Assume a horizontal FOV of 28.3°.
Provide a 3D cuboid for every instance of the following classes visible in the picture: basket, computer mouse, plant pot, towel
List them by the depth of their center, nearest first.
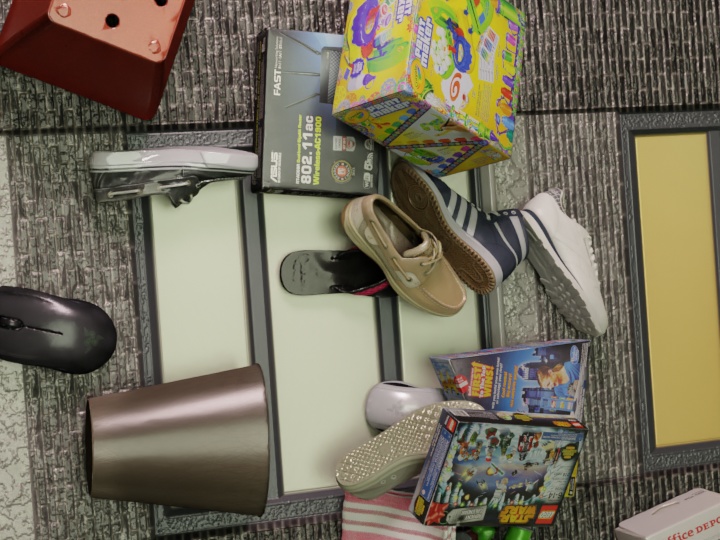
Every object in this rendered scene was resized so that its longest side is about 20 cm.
[{"bbox_3d":[-0.281,-0.305,1.607,0.199,0.176,0.201,20,83,-17],"label":"plant pot"},{"bbox_3d":[-0.375,0.073,1.634,0.199,0.053,0.139,8,86,-19],"label":"computer mouse"},{"bbox_3d":[-0.214,0.199,1.649,0.199,0.136,0.181,0,94,-15],"label":"basket"},{"bbox_3d":[0.039,0.370,1.739,0.146,0.030,0.201,5,90,22],"label":"towel"},{"bbox_3d":[0.103,0.188,1.801,0.199,0.044,0.110,10,87,-19],"label":"computer mouse"}]

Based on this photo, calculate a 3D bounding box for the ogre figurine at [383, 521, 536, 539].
[{"bbox_3d":[0.131,0.350,1.782,0.199,0.098,0.121,-7,82,-26],"label":"ogre figurine"}]

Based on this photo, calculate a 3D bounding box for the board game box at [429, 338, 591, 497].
[{"bbox_3d":[0.179,0.172,1.782,0.199,0.062,0.201,9,85,-22],"label":"board game box"}]

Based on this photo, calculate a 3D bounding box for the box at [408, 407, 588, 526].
[{"bbox_3d":[0.165,0.235,1.690,0.199,0.040,0.138,6,110,-32],"label":"box"}]

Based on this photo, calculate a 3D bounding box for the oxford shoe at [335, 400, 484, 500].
[{"bbox_3d":[0.065,0.217,1.720,0.199,0.075,0.058,-27,137,7],"label":"oxford shoe"}]

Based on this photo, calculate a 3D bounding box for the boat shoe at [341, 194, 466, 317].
[{"bbox_3d":[0.065,-0.018,1.737,0.200,0.065,0.072,44,58,-19],"label":"boat shoe"}]

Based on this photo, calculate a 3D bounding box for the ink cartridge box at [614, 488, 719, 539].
[{"bbox_3d":[0.443,0.411,1.893,0.146,0.083,0.201,-21,96,-17],"label":"ink cartridge box"}]

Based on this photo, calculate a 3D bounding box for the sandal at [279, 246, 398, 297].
[{"bbox_3d":[0.000,0.000,1.767,0.199,0.045,0.076,-6,91,-19],"label":"sandal"}]

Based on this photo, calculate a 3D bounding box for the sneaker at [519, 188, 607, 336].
[{"bbox_3d":[0.276,-0.009,1.851,0.080,0.076,0.201,-35,102,-26],"label":"sneaker"}]

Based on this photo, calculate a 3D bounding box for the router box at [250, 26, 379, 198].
[{"bbox_3d":[-0.053,-0.190,1.743,0.149,0.062,0.201,2,89,-18],"label":"router box"}]

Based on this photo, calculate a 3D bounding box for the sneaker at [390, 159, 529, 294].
[{"bbox_3d":[0.130,-0.071,1.803,0.108,0.070,0.200,-33,80,-38],"label":"sneaker"}]

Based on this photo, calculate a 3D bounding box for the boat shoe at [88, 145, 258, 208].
[{"bbox_3d":[-0.220,-0.110,1.689,0.199,0.072,0.071,-2,99,-9],"label":"boat shoe"}]

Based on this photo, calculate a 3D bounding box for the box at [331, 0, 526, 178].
[{"bbox_3d":[0.086,-0.248,1.703,0.192,0.122,0.201,28,62,-39],"label":"box"}]
